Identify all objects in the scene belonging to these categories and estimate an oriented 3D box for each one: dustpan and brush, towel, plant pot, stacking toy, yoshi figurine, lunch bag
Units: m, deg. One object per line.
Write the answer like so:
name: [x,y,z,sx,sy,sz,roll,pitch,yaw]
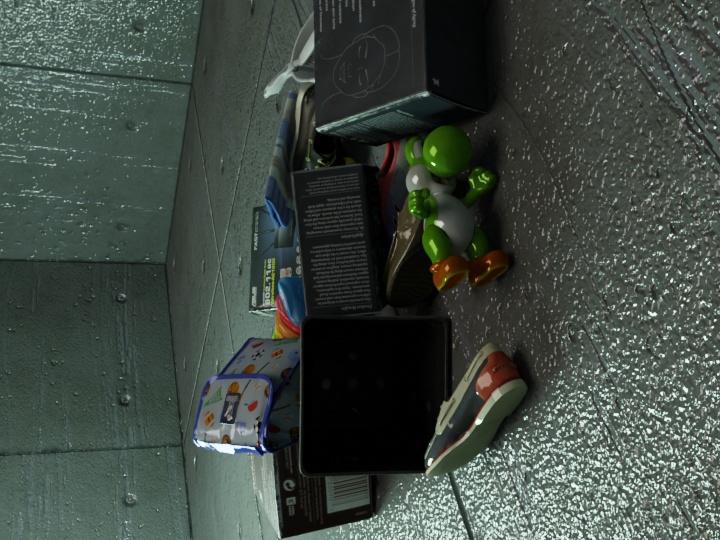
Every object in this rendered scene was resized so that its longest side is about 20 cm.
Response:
dustpan and brush: [-0.081,-0.314,1.220,0.200,0.056,0.142,-43,44,47]
towel: [-0.123,-0.185,1.397,0.147,0.023,0.204,76,-156,-72]
plant pot: [0.003,0.163,1.140,0.177,0.195,0.205,170,101,-79]
stacking toy: [-0.109,0.116,1.374,0.202,0.108,0.117,-65,34,33]
yoshi figurine: [0.107,-0.086,0.961,0.112,0.110,0.203,39,-150,-62]
lunch bag: [-0.146,0.194,1.253,0.168,0.201,0.125,-6,123,41]

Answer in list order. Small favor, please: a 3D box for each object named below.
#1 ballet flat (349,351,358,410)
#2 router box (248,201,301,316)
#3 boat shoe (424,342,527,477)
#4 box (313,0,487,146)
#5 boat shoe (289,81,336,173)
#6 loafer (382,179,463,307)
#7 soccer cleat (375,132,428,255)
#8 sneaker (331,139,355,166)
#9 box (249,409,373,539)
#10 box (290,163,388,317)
ballet flat: [-0.024,0.147,1.379,0.066,0.069,0.203,89,172,-51]
router box: [-0.130,-0.024,1.482,0.148,0.061,0.205,-9,76,42]
boat shoe: [0.123,0.168,0.955,0.063,0.070,0.202,57,138,31]
box: [0.046,-0.283,1.037,0.194,0.122,0.205,-8,80,46]
boat shoe: [-0.072,-0.205,1.358,0.060,0.071,0.205,30,131,34]
loafer: [0.080,-0.043,1.100,0.203,0.075,0.068,-67,27,24]
soccer cleat: [0.051,-0.104,1.173,0.068,0.072,0.204,-138,53,-64]
sneaker: [-0.037,-0.189,1.447,0.090,0.069,0.204,-35,55,47]
box: [-0.088,0.315,1.371,0.200,0.161,0.170,-159,64,-69]
box: [-0.022,-0.043,1.166,0.148,0.105,0.205,-31,-65,-79]
